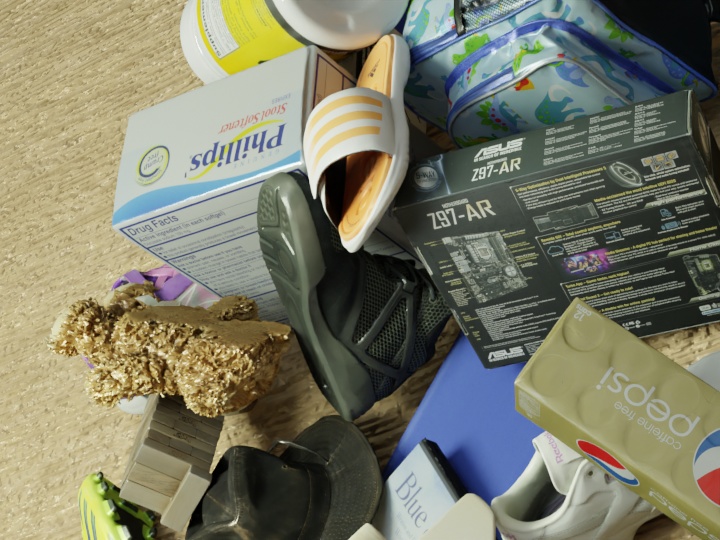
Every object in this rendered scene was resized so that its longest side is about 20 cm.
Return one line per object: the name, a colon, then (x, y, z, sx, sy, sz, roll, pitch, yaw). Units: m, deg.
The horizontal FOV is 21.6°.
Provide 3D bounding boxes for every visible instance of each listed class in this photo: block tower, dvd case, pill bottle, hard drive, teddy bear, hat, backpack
block tower: (-0.132, 0.104, 1.409, 0.200, 0.058, 0.054, -84, 20, -58)
dvd case: (0.016, 0.231, 1.261, 0.200, 0.018, 0.143, -50, 45, 18)
pill bottle: (-0.055, -0.197, 1.393, 0.200, 0.114, 0.115, -17, 50, 63)
hard drive: (0.088, 0.115, 1.293, 0.132, 0.025, 0.201, 22, 80, 47)
teddy bear: (-0.138, 0.059, 1.368, 0.199, 0.145, 0.067, 8, 112, 23)
hat: (-0.072, 0.172, 1.323, 0.201, 0.081, 0.201, -44, 27, 30)
backpack: (0.126, -0.146, 1.310, 0.199, 0.183, 0.148, -17, 55, 46)

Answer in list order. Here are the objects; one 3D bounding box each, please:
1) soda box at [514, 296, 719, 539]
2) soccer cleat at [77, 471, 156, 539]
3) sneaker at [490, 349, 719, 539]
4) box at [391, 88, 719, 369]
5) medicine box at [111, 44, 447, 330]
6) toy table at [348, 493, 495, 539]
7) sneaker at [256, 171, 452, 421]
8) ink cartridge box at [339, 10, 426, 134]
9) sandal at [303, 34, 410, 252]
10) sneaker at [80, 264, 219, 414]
soda box: (0.188, 0.103, 1.107, 0.200, 0.064, 0.068, 35, 78, 14)
soccer cleat: (-0.187, 0.235, 1.436, 0.084, 0.065, 0.200, -46, 43, 13)
sneaker: (0.168, 0.115, 1.168, 0.200, 0.100, 0.075, -42, 42, 11)
box: (0.142, -0.020, 1.205, 0.199, 0.161, 0.044, -14, 41, 23)
medicine box: (-0.048, -0.053, 1.392, 0.181, 0.200, 0.103, -16, 55, 34)
toy table: (0.043, 0.231, 1.116, 0.184, 0.201, 0.117, -35, 60, -30)
sneaker: (0.000, 0.000, 1.306, 0.114, 0.200, 0.076, -31, 32, -14)
ink cartridge box: (0.010, -0.176, 1.495, 0.044, 0.094, 0.201, -20, 52, 32)
sandal: (-0.009, -0.093, 1.242, 0.079, 0.059, 0.207, -55, 20, 35)
sneaker: (-0.153, 0.022, 1.522, 0.200, 0.088, 0.081, -49, 41, 5)
